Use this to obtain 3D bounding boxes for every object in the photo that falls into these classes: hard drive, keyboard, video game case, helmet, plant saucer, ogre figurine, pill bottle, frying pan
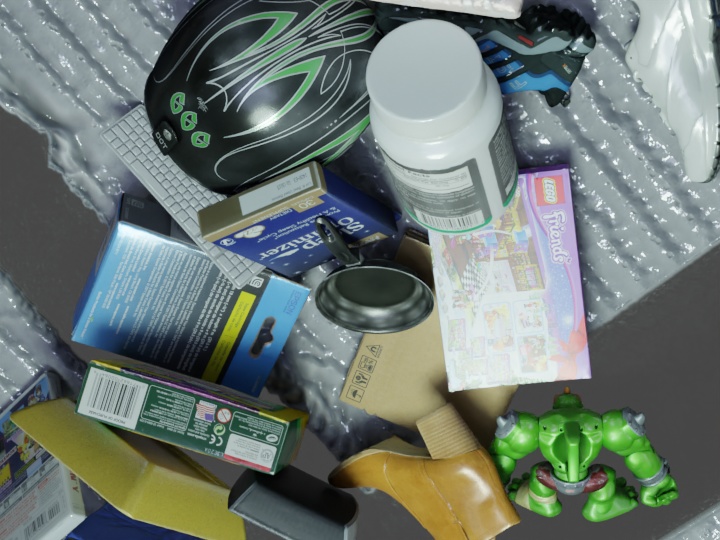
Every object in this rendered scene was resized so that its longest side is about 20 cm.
[{"bbox_3d":[-0.062,0.233,1.398,0.134,0.200,0.042,26,91,0],"label":"hard drive"},{"bbox_3d":[-0.164,-0.071,1.341,0.200,0.056,0.011,48,146,2],"label":"keyboard"},{"bbox_3d":[-0.371,0.236,1.482,0.200,0.183,0.023,-41,138,25],"label":"video game case"},{"bbox_3d":[-0.074,-0.171,1.224,0.190,0.200,0.200,-31,104,33],"label":"helmet"},{"bbox_3d":[-0.219,0.193,1.391,0.200,0.200,0.049,30,87,36],"label":"plant saucer"},{"bbox_3d":[0.208,0.185,1.368,0.199,0.098,0.120,10,127,20],"label":"ogre figurine"},{"bbox_3d":[0.070,-0.119,1.190,0.112,0.114,0.200,0,156,12],"label":"pill bottle"},{"bbox_3d":[-0.012,0.007,1.307,0.115,0.031,0.190,-26,135,35],"label":"frying pan"}]

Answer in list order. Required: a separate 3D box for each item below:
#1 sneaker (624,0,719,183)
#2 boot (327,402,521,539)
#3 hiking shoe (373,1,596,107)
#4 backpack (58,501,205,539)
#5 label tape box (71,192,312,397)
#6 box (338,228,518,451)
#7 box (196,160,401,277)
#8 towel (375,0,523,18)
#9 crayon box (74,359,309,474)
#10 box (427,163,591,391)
[{"bbox_3d":[0.279,-0.173,1.220,0.087,0.074,0.201,-4,106,26],"label":"sneaker"},{"bbox_3d":[0.060,0.230,1.389,0.201,0.071,0.145,-35,78,42],"label":"boot"},{"bbox_3d":[0.104,-0.190,1.218,0.199,0.075,0.087,10,123,-11],"label":"hiking shoe"},{"bbox_3d":[-0.229,0.364,1.493,0.162,0.168,0.201,24,114,22],"label":"backpack"},{"bbox_3d":[-0.168,0.027,1.389,0.199,0.063,0.145,19,117,-17],"label":"label tape box"},{"bbox_3d":[0.085,0.076,1.386,0.163,0.021,0.201,23,116,2],"label":"box"},{"bbox_3d":[-0.046,-0.040,1.279,0.121,0.200,0.033,-22,71,20],"label":"box"},{"bbox_3d":[0.041,-0.251,1.161,0.199,0.191,0.032,8,113,7],"label":"towel"},{"bbox_3d":[-0.161,0.142,1.383,0.199,0.173,0.059,17,87,5],"label":"crayon box"},{"bbox_3d":[0.138,0.008,1.311,0.136,0.039,0.201,-6,101,10],"label":"box"}]
